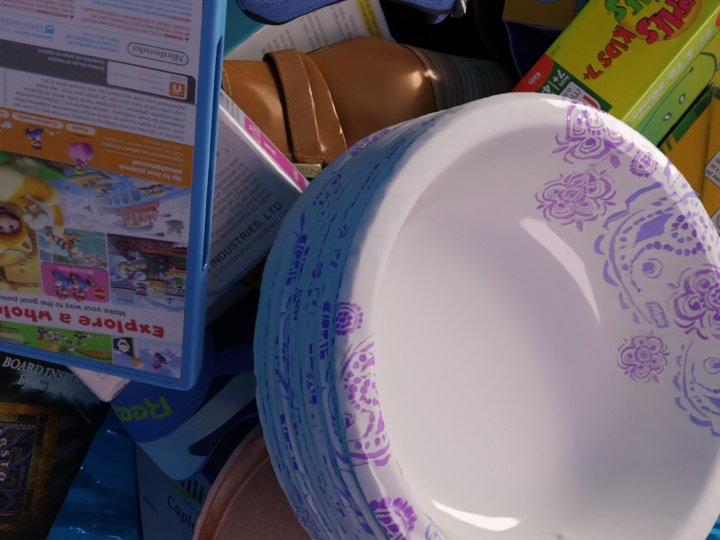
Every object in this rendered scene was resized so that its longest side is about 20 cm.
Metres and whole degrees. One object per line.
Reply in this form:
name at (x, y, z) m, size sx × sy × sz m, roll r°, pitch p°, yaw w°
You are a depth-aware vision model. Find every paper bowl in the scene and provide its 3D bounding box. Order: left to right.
paper bowl at (0.047, 0.038, 0.773) m, size 0.200 × 0.104 × 0.202 m, roll 5°, pitch 81°, yaw -35°

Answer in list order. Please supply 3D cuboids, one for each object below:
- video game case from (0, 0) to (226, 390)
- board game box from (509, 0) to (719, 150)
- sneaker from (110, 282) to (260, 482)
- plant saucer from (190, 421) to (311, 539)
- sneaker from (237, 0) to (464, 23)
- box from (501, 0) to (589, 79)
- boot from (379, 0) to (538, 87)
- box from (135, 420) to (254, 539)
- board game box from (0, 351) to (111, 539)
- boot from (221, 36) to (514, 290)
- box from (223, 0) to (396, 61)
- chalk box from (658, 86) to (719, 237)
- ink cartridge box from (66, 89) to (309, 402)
video game case at (-0.121, -0.055, 0.718) m, size 0.018 × 0.142 × 0.201 m, roll -67°, pitch 167°, yaw -56°
board game box at (0.130, -0.072, 0.915) m, size 0.102 × 0.048 × 0.200 m, roll -50°, pitch 162°, yaw -2°
sneaker at (-0.037, 0.024, 0.920) m, size 0.200 × 0.074 × 0.083 m, roll -30°, pitch 107°, yaw -31°
plant saucer at (0.012, 0.142, 0.819) m, size 0.199 × 0.034 × 0.202 m, roll 7°, pitch 76°, yaw -29°
sneaker at (0.033, -0.148, 0.737) m, size 0.199 × 0.079 × 0.089 m, roll -20°, pitch 141°, yaw -11°
box at (0.118, -0.179, 0.923) m, size 0.119 × 0.041 × 0.201 m, roll 6°, pitch 95°, yaw -64°
boot at (0.049, -0.150, 0.932) m, size 0.097 × 0.074 × 0.201 m, roll -52°, pitch 139°, yaw -40°
box at (0.020, 0.114, 0.966) m, size 0.199 × 0.184 × 0.105 m, roll -20°, pitch 128°, yaw -31°
board game box at (-0.205, 0.072, 0.853) m, size 0.199 × 0.028 × 0.136 m, roll 20°, pitch 100°, yaw -45°
boot at (0.000, 0.000, 0.855) m, size 0.155 × 0.077 × 0.201 m, roll -3°, pitch 96°, yaw -35°
box at (-0.074, -0.062, 0.874) m, size 0.200 × 0.049 × 0.083 m, roll -39°, pitch 134°, yaw -17°
chalk box at (0.183, 0.020, 0.947) m, size 0.124 × 0.125 × 0.200 m, roll -50°, pitch 163°, yaw 1°
ink cartridge box at (-0.126, -0.059, 0.771) m, size 0.119 × 0.042 × 0.200 m, roll -41°, pitch 107°, yaw 10°
